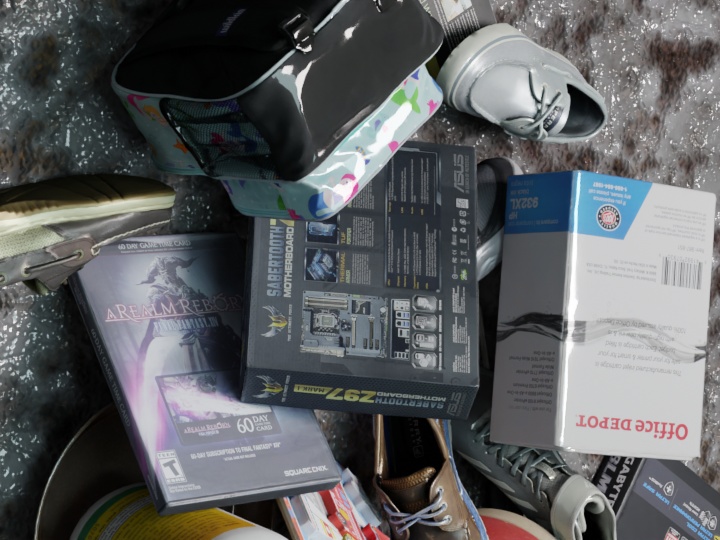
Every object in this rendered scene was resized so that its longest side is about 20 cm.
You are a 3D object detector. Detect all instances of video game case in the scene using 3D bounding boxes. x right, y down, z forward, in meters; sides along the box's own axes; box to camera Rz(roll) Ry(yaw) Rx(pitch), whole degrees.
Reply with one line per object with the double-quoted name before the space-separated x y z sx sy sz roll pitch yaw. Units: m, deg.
"video game case" -0.107 0.063 1.452 0.142 0.019 0.201 -4 60 -39

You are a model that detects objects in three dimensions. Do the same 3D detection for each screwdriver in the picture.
"screwdriver" 0.105 0.125 1.714 0.029 0.028 0.201 -39 122 -62

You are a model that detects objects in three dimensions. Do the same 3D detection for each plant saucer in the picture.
"plant saucer" -0.147 0.175 1.506 0.199 0.034 0.202 -8 102 -40

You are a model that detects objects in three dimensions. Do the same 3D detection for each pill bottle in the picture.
"pill bottle" -0.098 0.211 1.398 0.112 0.200 0.114 -8 103 -36

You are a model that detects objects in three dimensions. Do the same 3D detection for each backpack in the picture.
"backpack" -0.057 -0.126 1.429 0.178 0.199 0.151 -47 127 -30

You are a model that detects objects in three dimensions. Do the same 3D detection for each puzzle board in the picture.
"puzzle board" -0.017 0.169 1.518 0.017 0.200 0.151 -39 126 8

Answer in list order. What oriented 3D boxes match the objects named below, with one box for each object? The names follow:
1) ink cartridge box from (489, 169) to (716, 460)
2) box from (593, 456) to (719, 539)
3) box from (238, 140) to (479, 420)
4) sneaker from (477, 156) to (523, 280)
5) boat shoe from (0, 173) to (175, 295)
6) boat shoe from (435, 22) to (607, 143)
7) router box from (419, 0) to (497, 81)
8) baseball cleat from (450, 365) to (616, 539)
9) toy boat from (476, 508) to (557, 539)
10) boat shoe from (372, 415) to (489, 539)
"ink cartridge box" 0.179 0.035 1.611 0.144 0.084 0.201 7 85 -36
"box" 0.245 0.269 1.838 0.200 0.050 0.199 39 71 -36
"box" 0.000 0.000 1.484 0.157 0.051 0.201 5 56 -7
"sneaker" 0.042 -0.031 1.604 0.200 0.075 0.114 -53 124 -21
"boat shoe" -0.212 -0.017 1.404 0.200 0.072 0.066 -12 110 -33
"boat shoe" 0.129 -0.132 1.623 0.070 0.071 0.200 -56 154 16
"router box" 0.005 -0.218 1.560 0.157 0.052 0.201 -36 117 -31
"baseball cleat" 0.132 0.144 1.660 0.200 0.106 0.070 47 76 -18
"toy boat" 0.090 0.284 1.645 0.131 0.130 0.201 -25 112 -56
"boat shoe" 0.041 0.166 1.592 0.072 0.072 0.201 35 37 -68
